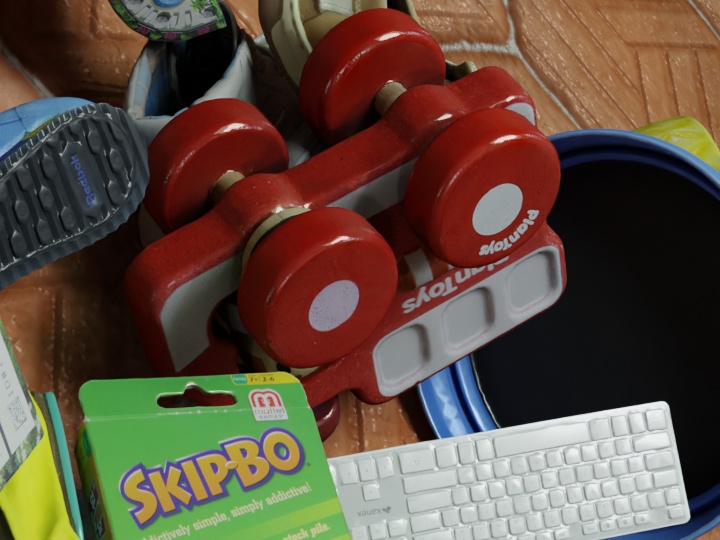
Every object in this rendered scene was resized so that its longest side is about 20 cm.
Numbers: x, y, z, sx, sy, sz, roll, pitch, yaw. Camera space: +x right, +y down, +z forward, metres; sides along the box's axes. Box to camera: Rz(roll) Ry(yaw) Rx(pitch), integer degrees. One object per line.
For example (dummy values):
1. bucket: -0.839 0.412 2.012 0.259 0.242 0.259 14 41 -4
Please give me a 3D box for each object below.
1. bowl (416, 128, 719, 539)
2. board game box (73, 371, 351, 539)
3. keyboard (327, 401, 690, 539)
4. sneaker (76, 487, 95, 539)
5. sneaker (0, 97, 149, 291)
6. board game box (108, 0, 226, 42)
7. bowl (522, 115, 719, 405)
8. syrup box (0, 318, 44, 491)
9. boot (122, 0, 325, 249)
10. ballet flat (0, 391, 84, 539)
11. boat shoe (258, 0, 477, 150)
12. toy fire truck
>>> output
1. bowl: 0.118 0.033 1.035 0.039 0.200 0.202 -13 73 -59
2. board game box: -0.043 0.125 0.799 0.095 0.030 0.201 -1 55 -25
3. keyboard: 0.051 0.101 0.972 0.198 0.011 0.057 -8 88 -16
4. sneaker: -0.038 0.157 0.868 0.199 0.076 0.106 24 57 -23
5. sneaker: -0.178 -0.015 0.857 0.199 0.078 0.067 -27 110 -38
6. board game box: -0.125 -0.190 0.917 0.201 0.061 0.201 65 4 -50
7. bowl: 0.130 0.026 1.131 0.107 0.201 0.202 -8 61 -6
8. syrup box: -0.190 0.080 0.707 0.200 0.081 0.079 -56 137 -50
9. boot: -0.053 -0.087 1.015 0.201 0.073 0.096 -66 154 -50
10. ballet flat: -0.120 0.114 0.771 0.066 0.067 0.200 -8 37 -19
11. boat shoe: 0.022 -0.077 1.019 0.200 0.076 0.072 52 44 -54
12. toy fire truck: 0.000 0.000 0.939 0.112 0.199 0.169 45 -22 40
